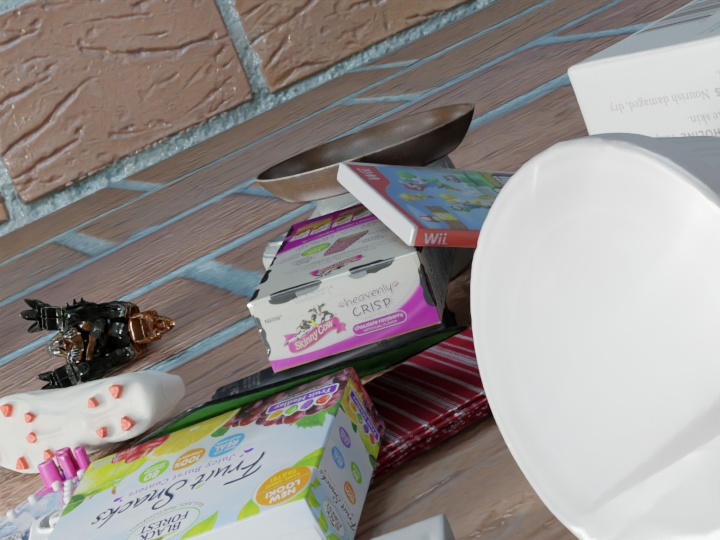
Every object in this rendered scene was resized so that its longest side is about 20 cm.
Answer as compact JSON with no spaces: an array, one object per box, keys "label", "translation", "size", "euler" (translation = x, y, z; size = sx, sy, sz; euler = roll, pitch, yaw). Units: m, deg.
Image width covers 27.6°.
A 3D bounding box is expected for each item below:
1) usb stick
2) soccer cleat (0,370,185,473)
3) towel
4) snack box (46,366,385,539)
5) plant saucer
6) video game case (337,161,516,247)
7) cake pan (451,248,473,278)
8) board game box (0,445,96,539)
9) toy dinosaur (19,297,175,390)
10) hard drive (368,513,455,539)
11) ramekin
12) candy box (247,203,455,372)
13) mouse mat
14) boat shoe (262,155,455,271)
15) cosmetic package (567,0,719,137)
[{"label":"usb stick","translation":[-0.020,0.072,1.119],"size":[0.199,0.033,0.055],"euler":[-22,16,4]},{"label":"soccer cleat","translation":[-0.235,0.125,1.225],"size":[0.199,0.070,0.077],"euler":[-15,-1,31]},{"label":"towel","translation":[0.046,0.085,0.981],"size":[0.200,0.023,0.145],"euler":[-27,14,-17]},{"label":"snack box","translation":[-0.092,0.142,0.873],"size":[0.199,0.053,0.142],"euler":[-22,22,20]},{"label":"plant saucer","translation":[0.007,-0.099,1.267],"size":[0.199,0.032,0.200],"euler":[-17,11,4]},{"label":"video game case","translation":[0.098,-0.049,1.142],"size":[0.199,0.018,0.143],"euler":[1,23,-25]},{"label":"cake pan","translation":[0.017,-0.002,1.333],"size":[0.200,0.037,0.200],"euler":[-22,14,6]},{"label":"board game box","translation":[-0.213,0.176,1.056],"size":[0.199,0.026,0.200],"euler":[-13,17,38]},{"label":"toy dinosaur","translation":[-0.257,0.060,1.456],"size":[0.135,0.102,0.200],"euler":[-13,-20,-46]},{"label":"hard drive","translation":[-0.046,0.189,0.724],"size":[0.199,0.026,0.132],"euler":[-22,13,8]},{"label":"ramekin","translation":[0.149,0.032,0.663],"size":[0.094,0.203,0.202],"euler":[-16,7,-35]},{"label":"candy box","translation":[0.000,0.000,1.153],"size":[0.136,0.061,0.200],"euler":[-17,15,13]},{"label":"mouse mat","translation":[-0.042,0.076,0.960],"size":[0.199,0.008,0.161],"euler":[-17,-8,-25]},{"label":"boat shoe","translation":[-0.005,-0.062,1.363],"size":[0.200,0.072,0.070],"euler":[-23,13,-1]},{"label":"cosmetic package","translation":[0.251,-0.058,0.801],"size":[0.167,0.201,0.166],"euler":[-32,16,-34]}]
